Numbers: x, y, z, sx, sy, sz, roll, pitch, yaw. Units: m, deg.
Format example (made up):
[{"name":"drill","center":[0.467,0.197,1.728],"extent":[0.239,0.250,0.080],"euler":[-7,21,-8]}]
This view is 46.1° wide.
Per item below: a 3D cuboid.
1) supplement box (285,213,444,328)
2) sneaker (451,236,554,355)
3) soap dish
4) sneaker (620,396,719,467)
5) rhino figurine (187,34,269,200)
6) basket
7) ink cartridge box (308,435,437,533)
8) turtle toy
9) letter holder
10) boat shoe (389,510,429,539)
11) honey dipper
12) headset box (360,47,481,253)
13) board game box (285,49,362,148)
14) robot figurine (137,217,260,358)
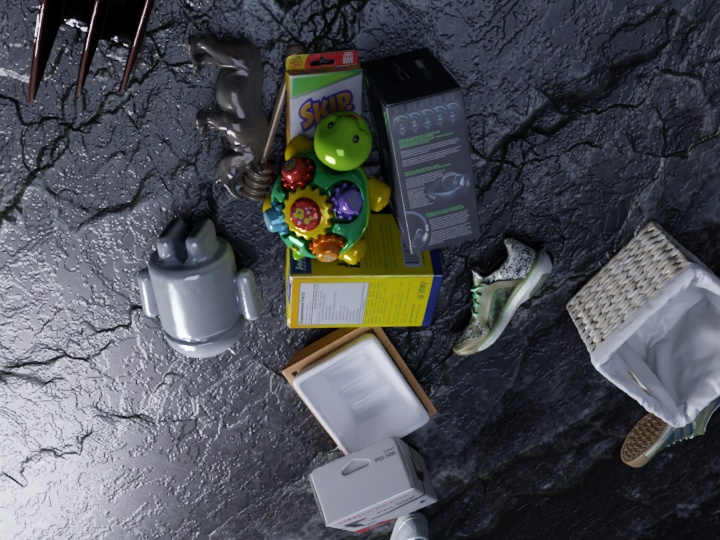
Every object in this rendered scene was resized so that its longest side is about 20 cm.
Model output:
[{"name":"supplement box","center":[0.000,0.000,1.124],"extent":[0.197,0.111,0.110],"euler":[0,141,-8]},{"name":"sneaker","center":[0.184,0.032,1.215],"extent":[0.088,0.077,0.201],"euler":[35,105,-10]},{"name":"soap dish","center":[0.000,0.170,1.251],"extent":[0.156,0.082,0.201],"euler":[-29,118,9]},{"name":"sneaker","center":[0.519,0.253,1.374],"extent":[0.089,0.067,0.201],"euler":[27,109,-15]},{"name":"rhino figurine","center":[-0.155,-0.184,1.028],"extent":[0.086,0.060,0.203],"euler":[-5,106,-4]},{"name":"basket","center":[0.436,0.076,1.212],"extent":[0.197,0.161,0.200],"euler":[34,109,-23]},{"name":"ink cartridge box","center":[0.024,0.330,1.285],"extent":[0.145,0.084,0.200],"euler":[-24,156,7]},{"name":"turtle toy","center":[-0.043,-0.097,1.005],"extent":[0.144,0.101,0.202],"euler":[28,113,7]},{"name":"letter holder","center":[-0.279,-0.259,0.888],"extent":[0.099,0.144,0.200],"euler":[18,151,-17]},{"name":"boat shoe","center":[0.074,0.508,1.454],"extent":[0.069,0.072,0.203],"euler":[7,118,-11]},{"name":"honey dipper","center":[-0.111,-0.186,1.066],"extent":[0.037,0.038,0.202],"euler":[13,114,-14]},{"name":"headset box","center":[0.071,-0.155,1.025],"extent":[0.091,0.175,0.202],"euler":[-13,121,-2]},{"name":"board game box","center":[-0.046,-0.174,1.070],"extent":[0.094,0.030,0.203],"euler":[-10,121,-18]},{"name":"robot figurine","center":[-0.216,0.032,1.126],"extent":[0.167,0.113,0.202],"euler":[2,121,15]}]
